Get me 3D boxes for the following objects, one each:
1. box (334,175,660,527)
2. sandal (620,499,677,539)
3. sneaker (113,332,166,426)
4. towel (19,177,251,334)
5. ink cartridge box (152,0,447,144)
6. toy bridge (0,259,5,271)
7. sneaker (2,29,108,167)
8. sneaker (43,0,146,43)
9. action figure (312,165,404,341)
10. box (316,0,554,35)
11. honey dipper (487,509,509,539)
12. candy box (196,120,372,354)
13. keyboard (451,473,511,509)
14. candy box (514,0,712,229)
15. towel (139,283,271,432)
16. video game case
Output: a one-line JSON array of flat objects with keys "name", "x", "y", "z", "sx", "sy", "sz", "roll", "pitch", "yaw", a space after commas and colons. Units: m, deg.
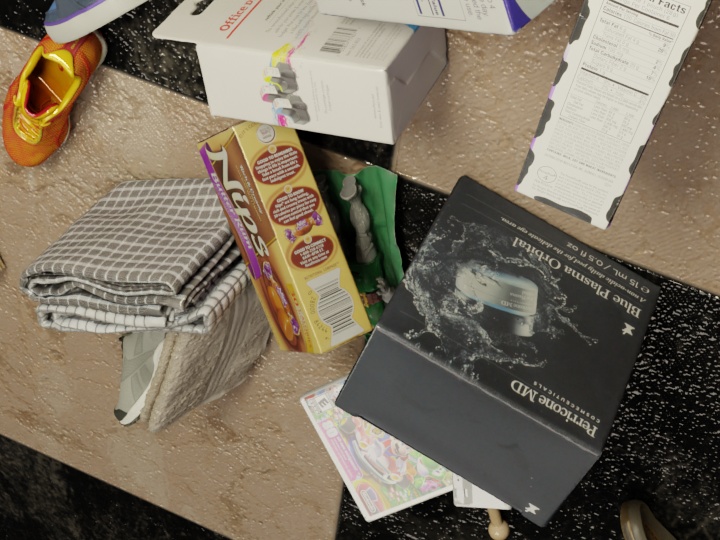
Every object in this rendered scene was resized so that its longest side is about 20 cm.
[{"name": "box", "x": 0.115, "y": 0.061, "z": 1.053, "sx": 0.196, "sy": 0.201, "sz": 0.118, "roll": 29, "pitch": 138, "yaw": 3}, {"name": "sandal", "x": 0.324, "y": 0.292, "z": 1.248, "sx": 0.054, "sy": 0.082, "sz": 0.200, "roll": -35, "pitch": 100, "yaw": 23}, {"name": "sneaker", "x": -0.226, "y": 0.093, "z": 1.393, "sx": 0.079, "sy": 0.074, "sz": 0.201, "roll": 39, "pitch": 132, "yaw": 7}, {"name": "towel", "x": -0.192, "y": -0.016, "z": 1.196, "sx": 0.198, "sy": 0.166, "sz": 0.086, "roll": 1, "pitch": 123, "yaw": 30}, {"name": "ink cartridge box", "x": -0.046, "y": -0.169, "z": 1.000, "sx": 0.198, "sy": 0.115, "sz": 0.068, "roll": 12, "pitch": 134, "yaw": 22}, {"name": "toy bridge", "x": -0.435, "y": -0.075, "z": 1.387, "sx": 0.067, "sy": 0.027, "sz": 0.201, "roll": -2, "pitch": 127, "yaw": 29}, {"name": "sneaker", "x": -0.299, "y": -0.156, "z": 1.195, "sx": 0.073, "sy": 0.077, "sz": 0.200, "roll": 35, "pitch": 139, "yaw": -5}, {"name": "sneaker", "x": -0.215, "y": -0.279, "z": 1.037, "sx": 0.199, "sy": 0.081, "sz": 0.147, "roll": -14, "pitch": 112, "yaw": 43}, {"name": "action figure", "x": 0.000, "y": 0.000, "z": 1.178, "sx": 0.117, "sy": 0.055, "sz": 0.201, "roll": 5, "pitch": 133, "yaw": 29}, {"name": "box", "x": 0.035, "y": -0.263, "z": 0.828, "sx": 0.199, "sy": 0.105, "sz": 0.185, "roll": 19, "pitch": 141, "yaw": 48}, {"name": "honey dipper", "x": 0.122, "y": 0.201, "z": 1.296, "sx": 0.038, "sy": 0.038, "sz": 0.201, "roll": 4, "pitch": 129, "yaw": 28}, {"name": "candy box", "x": -0.066, "y": -0.032, "z": 1.105, "sx": 0.202, "sy": 0.056, "sz": 0.117, "roll": 68, "pitch": 160, "yaw": -8}, {"name": "keyboard", "x": 0.107, "y": 0.129, "z": 1.197, "sx": 0.056, "sy": 0.011, "sz": 0.202, "roll": -1, "pitch": 108, "yaw": 12}, {"name": "candy box", "x": 0.179, "y": -0.159, "z": 0.835, "sx": 0.071, "sy": 0.168, "sz": 0.201, "roll": 23, "pitch": 136, "yaw": 8}, {"name": "towel", "x": -0.145, "y": 0.079, "z": 1.278, "sx": 0.035, "sy": 0.132, "sz": 0.201, "roll": 47, "pitch": 142, "yaw": 18}, {"name": "video game case", "x": 0.057, "y": 0.145, "z": 1.232, "sx": 0.199, "sy": 0.018, "sz": 0.144, "roll": -25, "pitch": 99, "yaw": 23}]
